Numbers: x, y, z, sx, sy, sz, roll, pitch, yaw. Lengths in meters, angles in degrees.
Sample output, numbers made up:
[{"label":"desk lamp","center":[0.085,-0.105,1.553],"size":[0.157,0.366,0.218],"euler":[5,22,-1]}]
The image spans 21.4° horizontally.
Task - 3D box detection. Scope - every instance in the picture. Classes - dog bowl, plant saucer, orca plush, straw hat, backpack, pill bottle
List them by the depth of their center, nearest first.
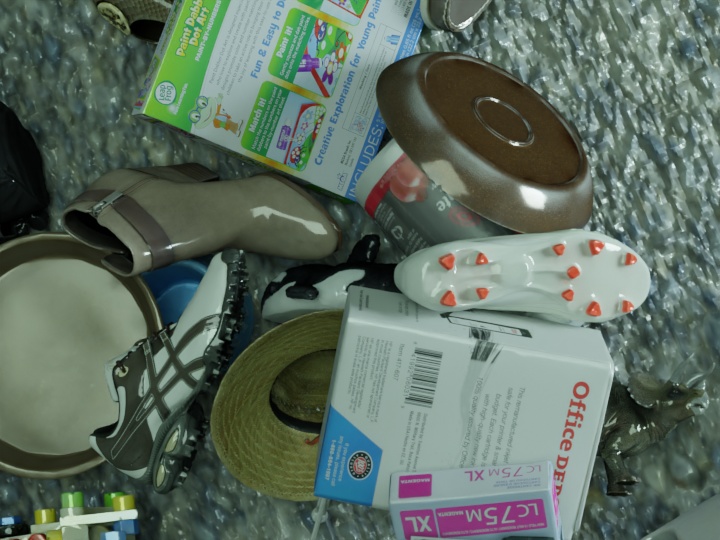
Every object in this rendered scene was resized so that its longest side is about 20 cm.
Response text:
[{"label":"plant saucer","center":[0.104,-0.107,1.485],"size":[0.200,0.200,0.032],"euler":[42,123,12]},{"label":"pill bottle","center":[0.098,-0.025,1.515],"size":[0.111,0.111,0.200],"euler":[-43,79,3]},{"label":"orca plush","center":[0.000,0.000,1.520],"size":[0.105,0.200,0.072],"euler":[17,73,-31]},{"label":"straw hat","center":[-0.031,0.087,1.531],"size":[0.200,0.201,0.085],"euler":[-31,37,5]},{"label":"plant saucer","center":[-0.252,0.069,1.556],"size":[0.199,0.029,0.201],"euler":[-1,82,9]},{"label":"dog bowl","center":[-0.179,0.069,1.583],"size":[0.200,0.050,0.111],"euler":[-45,78,2]},{"label":"backpack","center":[-0.379,-0.081,1.594],"size":[0.199,0.167,0.127],"euler":[-16,61,11]}]

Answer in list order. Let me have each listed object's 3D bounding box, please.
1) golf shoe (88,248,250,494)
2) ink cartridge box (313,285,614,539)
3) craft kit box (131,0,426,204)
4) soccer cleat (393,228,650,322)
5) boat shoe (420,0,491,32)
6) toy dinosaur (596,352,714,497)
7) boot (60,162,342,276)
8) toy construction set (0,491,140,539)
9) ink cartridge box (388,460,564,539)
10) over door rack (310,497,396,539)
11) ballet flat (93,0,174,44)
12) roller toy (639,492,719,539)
[{"label":"golf shoe","center":[-0.150,0.070,1.481],"size":[0.094,0.078,0.201],"euler":[21,95,4]},{"label":"ink cartridge box","center":[0.075,0.106,1.424],"size":[0.199,0.084,0.147],"euler":[11,106,-2]},{"label":"craft kit box","center":[-0.059,-0.181,1.548],"size":[0.197,0.048,0.201],"euler":[23,85,-21]},{"label":"soccer cleat","center":[0.121,0.001,1.423],"size":[0.199,0.078,0.070],"euler":[1,95,-23]},{"label":"boat shoe","center":[0.121,-0.277,1.556],"size":[0.059,0.072,0.200],"euler":[30,84,36]},{"label":"toy dinosaur","center":[0.179,0.121,1.514],"size":[0.199,0.077,0.103],"euler":[2,72,15]},{"label":"boot","center":[-0.134,-0.032,1.527],"size":[0.199,0.146,0.071],"euler":[20,122,33]},{"label":"toy construction set","center":[-0.265,0.216,1.538],"size":[0.199,0.131,0.093],"euler":[7,84,11]},{"label":"ink cartridge box","center":[0.095,0.232,1.413],"size":[0.119,0.042,0.201],"euler":[-6,124,10]},{"label":"over door rack","center":[0.020,0.247,1.518],"size":[0.147,0.067,0.201],"euler":[17,100,5]},{"label":"ballet flat","center":[-0.139,-0.189,1.601],"size":[0.199,0.067,0.047],"euler":[23,80,5]},{"label":"roller toy","center":[0.274,0.269,1.415],"size":[0.139,0.200,0.183],"euler":[-32,69,6]}]
